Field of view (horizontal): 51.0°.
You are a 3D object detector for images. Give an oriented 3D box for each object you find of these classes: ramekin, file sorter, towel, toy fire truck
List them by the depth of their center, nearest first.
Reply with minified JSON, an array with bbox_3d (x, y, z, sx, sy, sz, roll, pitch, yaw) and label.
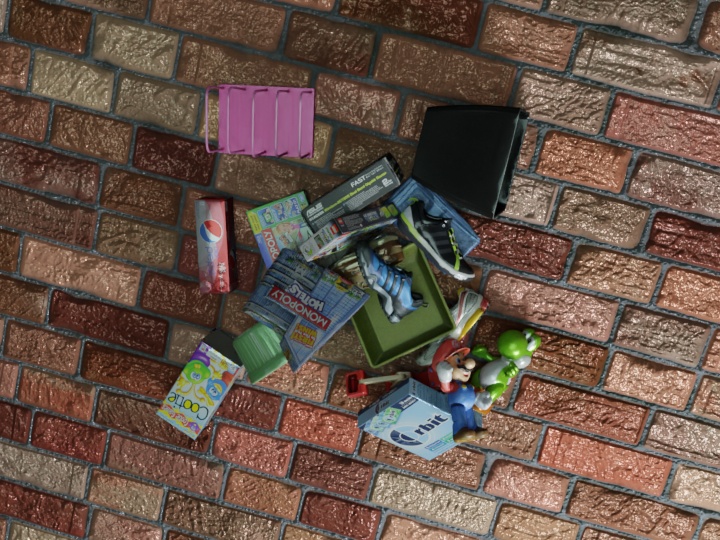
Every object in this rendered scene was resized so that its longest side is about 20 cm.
[{"bbox_3d":[-0.200,-0.296,1.500,0.199,0.125,0.140,4,103,6],"label":"file sorter"},{"bbox_3d":[0.144,-0.094,1.542,0.200,0.049,0.112,45,104,-4],"label":"towel"},{"bbox_3d":[-0.166,0.138,1.554,0.200,0.200,0.098,-34,89,12],"label":"ramekin"},{"bbox_3d":[0.083,0.232,1.566,0.199,0.141,0.049,-14,66,20],"label":"toy fire truck"}]

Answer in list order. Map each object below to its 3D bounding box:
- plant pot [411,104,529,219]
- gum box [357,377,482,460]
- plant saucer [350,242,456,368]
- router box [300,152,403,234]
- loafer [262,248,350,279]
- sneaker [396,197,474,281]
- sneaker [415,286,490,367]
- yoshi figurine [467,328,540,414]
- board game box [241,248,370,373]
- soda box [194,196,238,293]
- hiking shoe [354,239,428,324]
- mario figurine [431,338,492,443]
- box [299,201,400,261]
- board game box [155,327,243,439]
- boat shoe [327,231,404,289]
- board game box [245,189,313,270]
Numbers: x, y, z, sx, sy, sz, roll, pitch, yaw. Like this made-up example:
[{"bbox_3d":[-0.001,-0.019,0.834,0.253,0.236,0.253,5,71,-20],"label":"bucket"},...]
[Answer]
[{"bbox_3d":[0.206,-0.226,1.442,0.176,0.199,0.201,17,104,14],"label":"plant pot"},{"bbox_3d":[0.122,0.311,1.560,0.199,0.045,0.170,30,132,-24],"label":"gum box"},{"bbox_3d":[0.077,0.073,1.555,0.199,0.048,0.201,-27,76,16],"label":"plant saucer"},{"bbox_3d":[-0.012,-0.153,1.495,0.199,0.150,0.062,-32,97,12],"label":"router box"},{"bbox_3d":[-0.112,-0.010,1.552,0.199,0.063,0.072,-26,97,11],"label":"loafer"},{"bbox_3d":[0.160,-0.063,1.484,0.200,0.072,0.083,42,105,-3],"label":"sneaker"},{"bbox_3d":[0.181,0.120,1.577,0.082,0.078,0.200,40,99,10],"label":"sneaker"},{"bbox_3d":[0.284,0.193,1.558,0.112,0.112,0.200,40,99,5],"label":"yoshi figurine"},{"bbox_3d":[-0.116,0.082,1.452,0.199,0.062,0.200,32,65,-2],"label":"board game box"},{"bbox_3d":[-0.305,-0.054,1.595,0.070,0.063,0.201,0,101,7],"label":"soda box"},{"bbox_3d":[0.055,0.009,1.467,0.086,0.075,0.200,-28,124,6],"label":"hiking shoe"},{"bbox_3d":[0.205,0.229,1.475,0.105,0.124,0.201,-13,75,-1],"label":"mario figurine"},{"bbox_3d":[-0.018,-0.077,1.472,0.110,0.200,0.035,-36,81,38],"label":"box"},{"bbox_3d":[-0.338,0.244,1.640,0.103,0.105,0.201,33,103,0],"label":"board game box"},{"bbox_3d":[0.000,0.000,1.527,0.199,0.076,0.074,-33,77,16],"label":"boat shoe"},{"bbox_3d":[-0.144,-0.054,1.594,0.134,0.029,0.201,-19,99,9],"label":"board game box"}]
